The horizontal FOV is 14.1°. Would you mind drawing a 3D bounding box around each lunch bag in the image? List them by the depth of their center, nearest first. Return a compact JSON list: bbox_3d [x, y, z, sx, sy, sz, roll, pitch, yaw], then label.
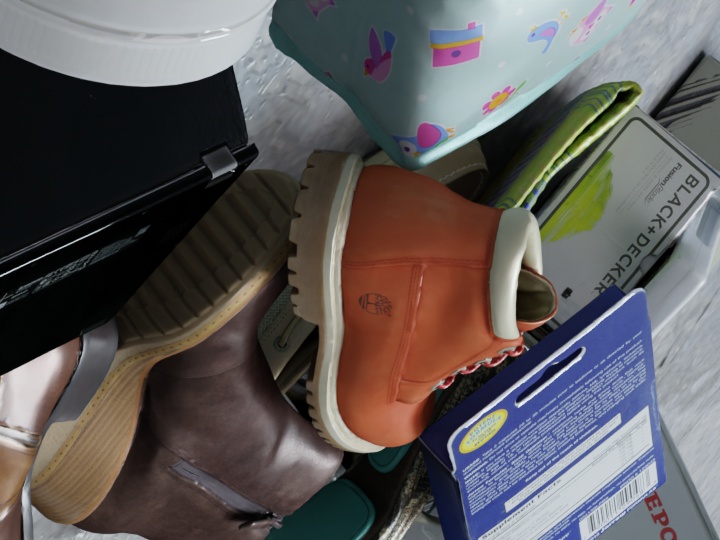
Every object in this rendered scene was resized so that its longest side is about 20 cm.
[{"bbox_3d":[0.072,-0.164,1.216,0.200,0.122,0.171,-30,151,-31],"label":"lunch bag"}]

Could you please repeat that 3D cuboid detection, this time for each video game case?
[{"bbox_3d":[0.117,0.044,1.525,0.200,0.023,0.182,-48,-178,20],"label":"video game case"}]

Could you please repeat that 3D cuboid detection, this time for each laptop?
[{"bbox_3d":[-0.142,-0.044,1.075,0.187,0.116,0.200,-27,167,-45],"label":"laptop"}]

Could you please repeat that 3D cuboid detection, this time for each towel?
[{"bbox_3d":[0.075,-0.030,1.471,0.144,0.023,0.200,-50,-178,-11],"label":"towel"}]

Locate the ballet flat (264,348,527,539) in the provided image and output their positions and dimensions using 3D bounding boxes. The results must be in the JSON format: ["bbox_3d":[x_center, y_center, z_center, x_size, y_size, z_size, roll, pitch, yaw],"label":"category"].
[{"bbox_3d":[0.018,0.113,1.432,0.075,0.068,0.200,37,93,-28],"label":"ballet flat"}]

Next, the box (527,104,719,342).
[{"bbox_3d":[0.118,-0.021,1.526,0.117,0.060,0.200,-49,-178,0],"label":"box"}]

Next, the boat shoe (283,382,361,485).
[{"bbox_3d":[-0.026,0.086,1.488,0.065,0.075,0.202,-38,155,15],"label":"boat shoe"}]

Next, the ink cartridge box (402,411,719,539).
[{"bbox_3d":[0.097,0.155,1.663,0.199,0.145,0.085,-25,159,6],"label":"ink cartridge box"}]

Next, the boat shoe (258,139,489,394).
[{"bbox_3d":[0.000,0.000,1.415,0.200,0.065,0.072,-35,154,-35],"label":"boat shoe"}]

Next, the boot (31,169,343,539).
[{"bbox_3d":[-0.059,0.048,1.311,0.200,0.073,0.166,-42,140,17],"label":"boot"}]

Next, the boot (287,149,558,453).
[{"bbox_3d":[0.031,0.026,1.254,0.200,0.107,0.075,82,18,-61],"label":"boot"}]

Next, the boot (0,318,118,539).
[{"bbox_3d":[-0.193,0.086,1.168,0.189,0.068,0.200,-56,158,14],"label":"boot"}]

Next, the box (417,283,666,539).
[{"bbox_3d":[0.089,0.082,1.391,0.121,0.032,0.200,-37,152,-14],"label":"box"}]

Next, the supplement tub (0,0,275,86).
[{"bbox_3d":[-0.061,-0.173,0.916,0.132,0.132,0.201,-26,148,-47],"label":"supplement tub"}]

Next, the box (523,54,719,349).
[{"bbox_3d":[0.172,-0.023,1.719,0.200,0.068,0.082,-50,159,-2],"label":"box"}]
